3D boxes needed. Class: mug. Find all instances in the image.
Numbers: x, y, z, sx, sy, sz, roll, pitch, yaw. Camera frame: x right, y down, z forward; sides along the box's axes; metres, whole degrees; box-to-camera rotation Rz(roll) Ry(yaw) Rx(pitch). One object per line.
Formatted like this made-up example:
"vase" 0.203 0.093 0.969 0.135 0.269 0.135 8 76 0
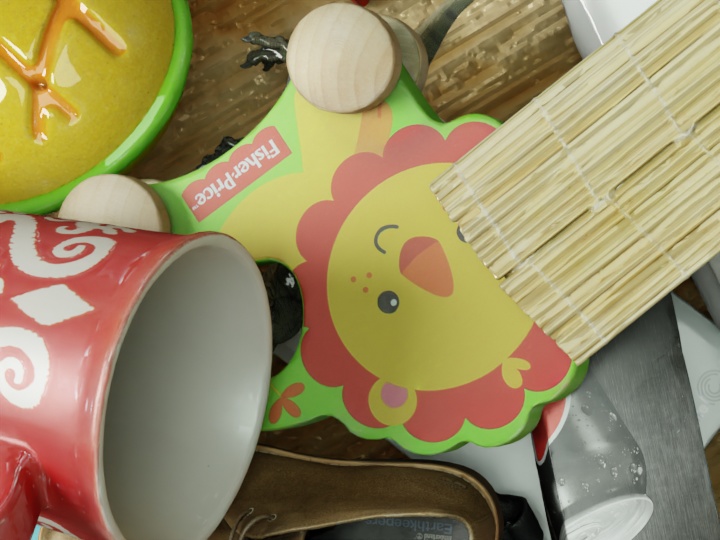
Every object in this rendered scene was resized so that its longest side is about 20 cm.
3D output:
"mug" -0.163 0.036 1.013 0.199 0.177 0.134 12 104 26

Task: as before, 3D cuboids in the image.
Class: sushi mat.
"sushi mat" 0.132 -0.058 1.021 0.200 0.012 0.096 -39 89 5

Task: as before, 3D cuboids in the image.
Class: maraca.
"maraca" -0.165 -0.081 1.144 0.199 0.107 0.138 -20 60 17

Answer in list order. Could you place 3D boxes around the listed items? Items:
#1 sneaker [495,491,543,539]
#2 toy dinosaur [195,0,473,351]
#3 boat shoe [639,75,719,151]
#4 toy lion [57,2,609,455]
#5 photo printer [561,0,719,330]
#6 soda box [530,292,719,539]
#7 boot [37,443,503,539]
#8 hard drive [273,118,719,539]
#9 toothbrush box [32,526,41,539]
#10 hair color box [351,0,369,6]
"sneaker" -0.011 0.152 1.124 0.199 0.073 0.112 -23 105 -4
"toy dinosaur" -0.024 -0.056 1.139 0.088 0.047 0.200 33 97 28
"boat shoe" 0.208 -0.068 1.058 0.200 0.072 0.066 -16 99 1
"toy lion" 0.000 0.000 1.073 0.200 0.069 0.192 -35 80 12
"photo printer" 0.189 -0.097 1.127 0.166 0.069 0.201 -26 86 4
"soda box" 0.105 0.051 1.099 0.070 0.063 0.201 -11 79 -3
"boot" -0.044 0.109 1.056 0.199 0.075 0.074 -5 92 10
"hard drive" 0.065 0.035 1.157 0.200 0.026 0.132 37 92 6
"toothbrush box" -0.148 0.157 1.142 0.146 0.085 0.201 12 88 5
"hair color box" 0.016 -0.234 1.152 0.111 0.064 0.200 38 93 7
